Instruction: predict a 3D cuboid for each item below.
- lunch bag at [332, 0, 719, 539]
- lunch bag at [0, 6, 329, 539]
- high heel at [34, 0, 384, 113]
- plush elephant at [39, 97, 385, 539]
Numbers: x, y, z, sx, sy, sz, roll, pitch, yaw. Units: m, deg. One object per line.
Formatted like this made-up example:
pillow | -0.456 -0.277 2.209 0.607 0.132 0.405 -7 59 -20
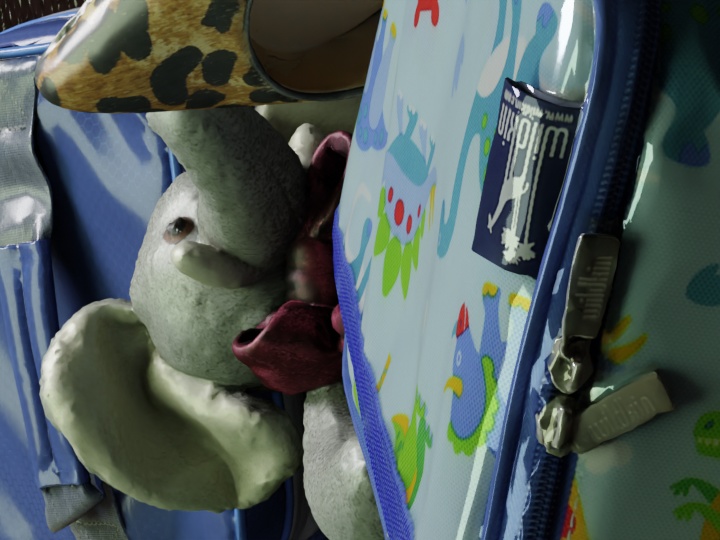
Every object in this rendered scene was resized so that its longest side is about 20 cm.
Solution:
lunch bag | 0.045 -0.009 0.582 0.200 0.082 0.162 -102 21 -64
lunch bag | -0.062 0.012 0.960 0.135 0.132 0.201 -4 100 45
high heel | 0.023 -0.046 0.714 0.072 0.199 0.143 63 -173 -51
plush elephant | 0.000 0.000 0.825 0.165 0.154 0.200 -60 -17 -26
